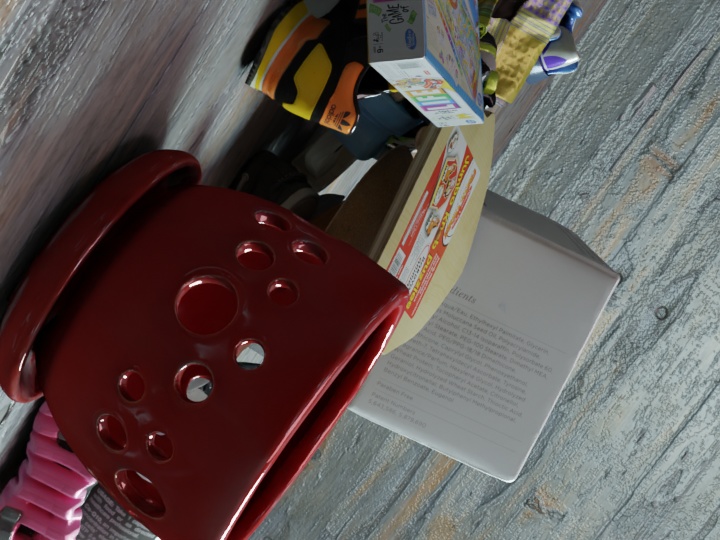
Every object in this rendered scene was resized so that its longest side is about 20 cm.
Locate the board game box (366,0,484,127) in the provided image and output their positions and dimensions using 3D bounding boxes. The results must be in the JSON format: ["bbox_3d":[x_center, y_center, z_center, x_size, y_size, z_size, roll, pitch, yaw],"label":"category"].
[{"bbox_3d":[0.041,-0.173,1.027,0.200,0.034,0.136,24,63,-75],"label":"board game box"}]

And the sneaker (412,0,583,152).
[{"bbox_3d":[0.126,-0.190,1.538,0.201,0.146,0.081,-58,135,-28],"label":"sneaker"}]

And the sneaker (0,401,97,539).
[{"bbox_3d":[-0.205,0.124,1.207,0.200,0.079,0.096,-52,-169,22],"label":"sneaker"}]

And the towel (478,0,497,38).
[{"bbox_3d":[0.127,-0.261,1.312,0.201,0.018,0.086,-61,-169,-14],"label":"towel"}]

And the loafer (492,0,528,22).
[{"bbox_3d":[0.176,-0.272,1.365,0.200,0.071,0.073,-45,-159,30],"label":"loafer"}]

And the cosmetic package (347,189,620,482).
[{"bbox_3d":[0.091,0.039,1.422,0.201,0.164,0.165,-63,-169,10],"label":"cosmetic package"}]

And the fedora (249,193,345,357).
[{"bbox_3d":[-0.060,0.020,1.435,0.177,0.090,0.200,-39,175,-22],"label":"fedora"}]

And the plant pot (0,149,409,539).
[{"bbox_3d":[-0.096,0.041,0.963,0.201,0.182,0.200,-52,175,-7],"label":"plant pot"}]

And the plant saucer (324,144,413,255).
[{"bbox_3d":[0.000,0.000,1.279,0.201,0.035,0.200,-56,168,-19],"label":"plant saucer"}]

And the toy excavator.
[{"bbox_3d":[0.000,-0.128,1.303,0.200,0.100,0.194,-41,180,21],"label":"toy excavator"}]

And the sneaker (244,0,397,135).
[{"bbox_3d":[0.008,-0.156,1.103,0.200,0.090,0.070,-48,172,-43],"label":"sneaker"}]

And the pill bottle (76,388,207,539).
[{"bbox_3d":[-0.190,0.184,1.307,0.200,0.114,0.114,-49,176,19],"label":"pill bottle"}]

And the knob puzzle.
[{"bbox_3d":[0.046,-0.032,1.230,0.220,0.030,0.221,-54,156,-36],"label":"knob puzzle"}]

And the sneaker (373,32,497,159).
[{"bbox_3d":[0.054,-0.129,1.412,0.071,0.084,0.200,2,155,-26],"label":"sneaker"}]

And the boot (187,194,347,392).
[{"bbox_3d":[-0.054,-0.008,1.201,0.199,0.068,0.189,-30,148,-45],"label":"boot"}]

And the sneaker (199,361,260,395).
[{"bbox_3d":[-0.148,0.103,1.466,0.200,0.082,0.072,31,66,-62],"label":"sneaker"}]

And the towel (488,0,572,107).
[{"bbox_3d":[0.133,-0.249,1.452,0.201,0.143,0.023,-57,-142,8],"label":"towel"}]

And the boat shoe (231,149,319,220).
[{"bbox_3d":[-0.105,-0.006,1.288,0.200,0.057,0.067,-52,159,24],"label":"boat shoe"}]
